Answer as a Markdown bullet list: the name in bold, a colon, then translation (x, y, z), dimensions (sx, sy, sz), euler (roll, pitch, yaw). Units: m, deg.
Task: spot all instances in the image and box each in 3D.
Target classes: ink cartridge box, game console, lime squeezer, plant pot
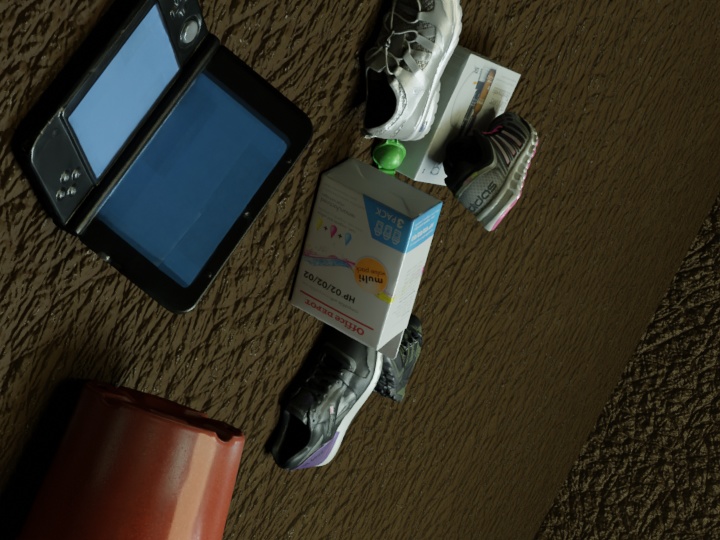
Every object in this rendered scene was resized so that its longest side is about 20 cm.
- **ink cartridge box**: translation (0.000, 0.000, 1.764), dimensions (0.068, 0.114, 0.202), euler (-34, 145, -53)
- **game console**: translation (-0.140, -0.103, 1.277), dimensions (0.201, 0.115, 0.176), euler (-56, 160, -20)
- **lime squeezer**: translation (0.028, -0.103, 1.801), dimensions (0.071, 0.037, 0.203), euler (-60, 156, -74)
- **plant pot**: translation (-0.196, 0.210, 1.441), dimensions (0.198, 0.199, 0.201), euler (-71, 160, 0)

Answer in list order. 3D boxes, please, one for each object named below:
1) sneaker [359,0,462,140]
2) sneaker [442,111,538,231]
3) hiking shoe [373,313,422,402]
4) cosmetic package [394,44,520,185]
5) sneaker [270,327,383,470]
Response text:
- **sneaker**: translation (0.045, -0.217, 1.668), dimensions (0.081, 0.074, 0.202), euler (-18, 124, -42)
- **sneaker**: translation (0.139, -0.130, 1.876), dimensions (0.074, 0.087, 0.201), euler (-43, -164, 35)
- **hiking shoe**: translation (0.032, 0.091, 2.047), dimensions (0.200, 0.075, 0.102), euler (74, 37, -75)
- **cosmetic package**: translation (0.106, -0.174, 1.915), dimensions (0.152, 0.051, 0.200), euler (-64, 161, 10)
- **sneaker**: translation (-0.040, 0.140, 1.909), dimensions (0.087, 0.075, 0.202), euler (-7, 121, -60)
